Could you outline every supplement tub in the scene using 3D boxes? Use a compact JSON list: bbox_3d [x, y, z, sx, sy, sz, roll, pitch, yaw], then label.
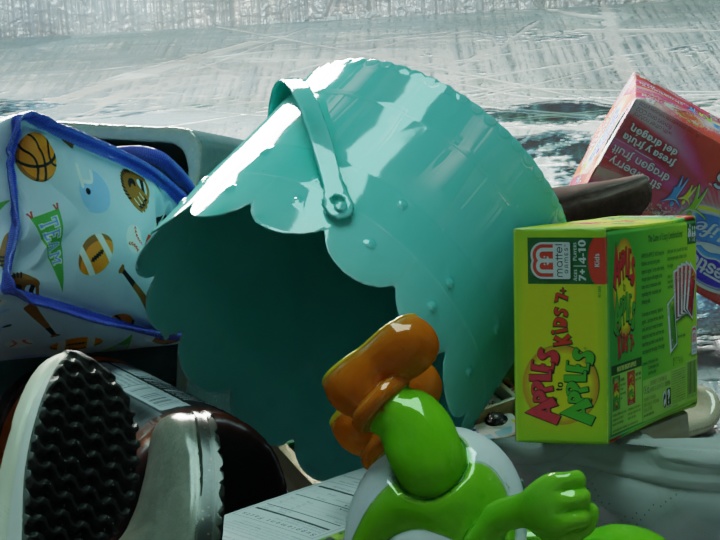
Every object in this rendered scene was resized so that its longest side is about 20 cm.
[{"bbox_3d":[-0.126,0.106,1.404,0.106,0.108,0.200,-11,15,-28],"label":"supplement tub"}]

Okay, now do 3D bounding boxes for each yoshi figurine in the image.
[{"bbox_3d":[0.073,0.110,1.179,0.112,0.112,0.201,-13,60,-47],"label":"yoshi figurine"}]

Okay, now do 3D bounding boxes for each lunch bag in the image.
[{"bbox_3d":[-0.183,-0.008,1.455,0.169,0.125,0.200,-7,-18,35],"label":"lunch bag"}]

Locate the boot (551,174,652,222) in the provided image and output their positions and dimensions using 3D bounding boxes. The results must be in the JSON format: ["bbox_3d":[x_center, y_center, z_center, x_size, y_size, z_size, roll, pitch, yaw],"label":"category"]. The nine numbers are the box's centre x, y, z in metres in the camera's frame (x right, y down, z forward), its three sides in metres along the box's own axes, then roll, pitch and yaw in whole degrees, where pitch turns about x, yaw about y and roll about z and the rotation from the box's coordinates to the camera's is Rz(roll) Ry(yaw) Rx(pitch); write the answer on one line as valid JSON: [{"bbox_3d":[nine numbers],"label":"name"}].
[{"bbox_3d":[0.094,-0.034,1.571,0.165,0.073,0.200,-19,-10,-14],"label":"boot"}]

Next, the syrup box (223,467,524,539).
[{"bbox_3d":[-0.017,0.151,1.245,0.199,0.079,0.081,-16,18,-41],"label":"syrup box"}]

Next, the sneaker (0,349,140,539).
[{"bbox_3d":[-0.160,0.131,1.188,0.093,0.201,0.070,-14,-32,34],"label":"sneaker"}]

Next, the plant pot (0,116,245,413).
[{"bbox_3d":[-0.122,0.007,1.650,0.195,0.198,0.199,6,5,33],"label":"plant pot"}]

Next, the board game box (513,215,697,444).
[{"bbox_3d":[0.126,0.026,1.344,0.047,0.103,0.200,0,2,19],"label":"board game box"}]

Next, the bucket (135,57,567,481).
[{"bbox_3d":[0.000,0.000,1.373,0.206,0.208,0.135,8,47,40],"label":"bucket"}]

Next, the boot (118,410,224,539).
[{"bbox_3d":[-0.126,0.140,1.098,0.129,0.201,0.068,8,-30,-4],"label":"boot"}]

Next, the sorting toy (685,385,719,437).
[{"bbox_3d":[0.086,0.085,1.582,0.184,0.037,0.199,9,19,42],"label":"sorting toy"}]

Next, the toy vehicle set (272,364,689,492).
[{"bbox_3d":[0.064,0.095,1.455,0.199,0.027,0.124,-19,28,-20],"label":"toy vehicle set"}]

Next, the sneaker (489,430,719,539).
[{"bbox_3d":[0.128,0.124,1.312,0.075,0.089,0.199,-4,4,-39],"label":"sneaker"}]

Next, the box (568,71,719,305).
[{"bbox_3d":[0.240,-0.035,1.736,0.199,0.096,0.100,29,14,-3],"label":"box"}]
